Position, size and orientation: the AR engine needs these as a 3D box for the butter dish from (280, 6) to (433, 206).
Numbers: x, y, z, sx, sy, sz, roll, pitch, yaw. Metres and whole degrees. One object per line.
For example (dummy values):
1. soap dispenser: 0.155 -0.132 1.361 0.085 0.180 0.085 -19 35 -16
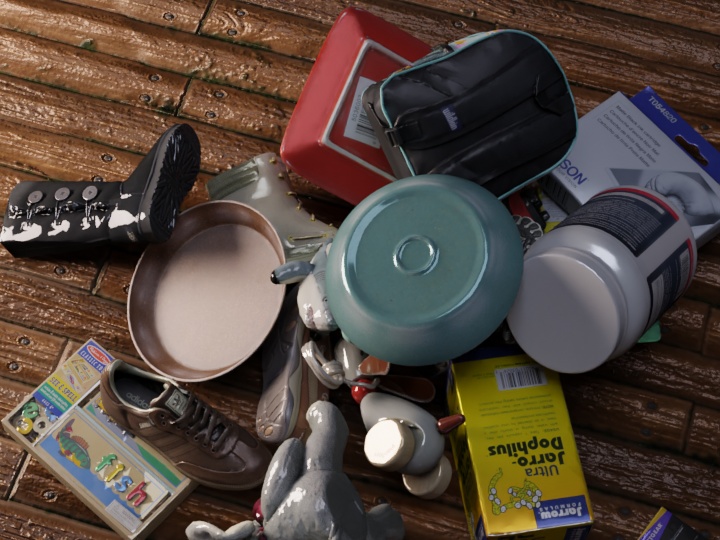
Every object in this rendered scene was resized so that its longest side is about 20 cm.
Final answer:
1. butter dish: 0.010 -0.162 1.765 0.198 0.148 0.201 27 79 -18

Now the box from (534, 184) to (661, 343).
1. box: 0.259 -0.002 1.726 0.116 0.049 0.201 -2 57 -3

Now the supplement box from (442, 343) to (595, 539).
1. supplement box: 0.154 0.187 1.575 0.109 0.109 0.201 -7 59 -6

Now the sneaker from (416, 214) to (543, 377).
1. sneaker: 0.136 0.041 1.679 0.200 0.090 0.078 -48 53 -2

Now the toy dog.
1. toy dog: 0.040 0.127 1.571 0.096 0.132 0.201 -38 69 12

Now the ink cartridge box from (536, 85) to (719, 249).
1. ink cartridge box: 0.320 -0.106 1.742 0.199 0.041 0.200 -34 67 -22

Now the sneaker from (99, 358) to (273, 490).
1. sneaker: -0.180 0.155 1.581 0.199 0.076 0.071 24 61 14

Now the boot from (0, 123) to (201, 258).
1. boot: -0.289 -0.089 1.741 0.199 0.066 0.166 -6 43 26

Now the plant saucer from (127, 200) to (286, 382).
1. plant saucer: -0.158 0.025 1.673 0.199 0.034 0.202 -10 68 25

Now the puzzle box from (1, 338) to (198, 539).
1. puzzle box: -0.256 0.176 1.627 0.200 0.025 0.133 37 65 19

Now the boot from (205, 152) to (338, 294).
1. boot: -0.064 -0.060 1.739 0.198 0.072 0.156 -14 64 -4

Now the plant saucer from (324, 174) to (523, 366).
1. plant saucer: 0.056 -0.009 1.510 0.198 0.036 0.202 -6 67 14

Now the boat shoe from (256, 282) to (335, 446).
1. boat shoe: -0.060 0.102 1.655 0.071 0.076 0.201 25 54 -24

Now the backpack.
1. backpack: 0.118 -0.156 1.644 0.199 0.153 0.177 -27 97 -5

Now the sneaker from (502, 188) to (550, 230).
1. sneaker: 0.134 -0.101 1.765 0.098 0.071 0.201 -31 46 10

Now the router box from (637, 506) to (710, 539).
1. router box: 0.312 0.318 1.446 0.157 0.200 0.052 35 65 18

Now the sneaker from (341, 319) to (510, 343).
1. sneaker: 0.087 0.037 1.568 0.140 0.078 0.200 35 53 28

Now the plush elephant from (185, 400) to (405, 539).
1. plush elephant: -0.070 0.258 1.520 0.154 0.165 0.200 -26 16 24

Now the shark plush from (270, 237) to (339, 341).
1. shark plush: 0.000 0.000 1.630 0.200 0.083 0.091 -37 109 -40

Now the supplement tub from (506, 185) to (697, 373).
1. supplement tub: 0.242 0.007 1.574 0.140 0.141 0.200 33 35 18
